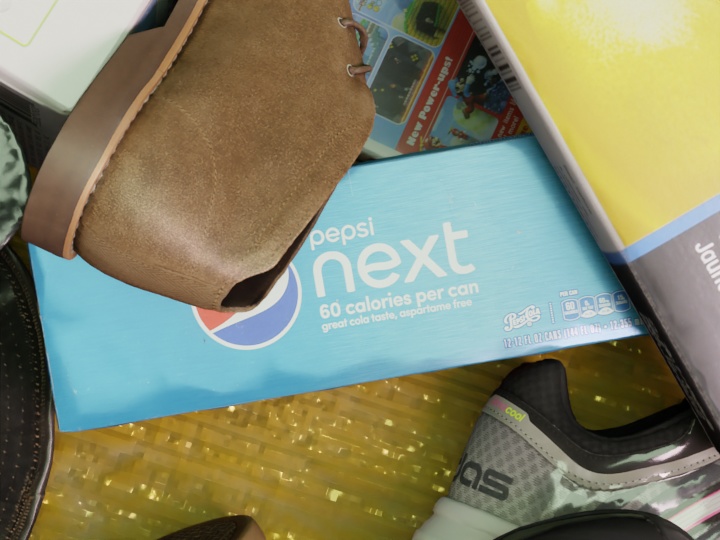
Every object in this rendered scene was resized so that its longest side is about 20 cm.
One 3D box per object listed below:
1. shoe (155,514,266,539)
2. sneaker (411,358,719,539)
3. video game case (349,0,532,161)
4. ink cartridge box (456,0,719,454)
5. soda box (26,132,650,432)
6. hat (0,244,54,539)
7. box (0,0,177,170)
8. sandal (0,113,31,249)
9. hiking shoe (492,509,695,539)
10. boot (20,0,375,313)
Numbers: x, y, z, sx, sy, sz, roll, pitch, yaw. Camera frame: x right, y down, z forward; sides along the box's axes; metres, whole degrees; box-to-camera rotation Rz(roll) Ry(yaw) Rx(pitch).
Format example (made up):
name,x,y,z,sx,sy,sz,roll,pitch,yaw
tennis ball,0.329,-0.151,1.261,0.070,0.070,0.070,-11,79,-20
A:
name,x,y,z,sx,sy,sz,roll,pitch,yaw
shoe,-0.077,0.134,0.711,0.070,0.200,0.053,-12,108,27
sneaker,0.121,0.079,0.778,0.199,0.074,0.088,15,87,1
video game case,0.075,-0.079,0.825,0.200,0.017,0.143,26,80,-3
ink cartridge box,0.145,-0.076,0.724,0.200,0.047,0.198,-31,92,0
soda box,0.000,0.000,0.770,0.200,0.064,0.068,-10,92,-3
hat,-0.192,0.038,0.747,0.200,0.081,0.201,1,83,-5
box,-0.080,-0.143,0.769,0.101,0.112,0.200,31,79,0
sandal,-0.182,0.008,0.688,0.200,0.048,0.075,-38,92,-18
hiking shoe,0.019,0.145,0.714,0.200,0.101,0.076,-36,97,18
boot,-0.024,-0.065,0.740,0.075,0.074,0.200,26,53,3
